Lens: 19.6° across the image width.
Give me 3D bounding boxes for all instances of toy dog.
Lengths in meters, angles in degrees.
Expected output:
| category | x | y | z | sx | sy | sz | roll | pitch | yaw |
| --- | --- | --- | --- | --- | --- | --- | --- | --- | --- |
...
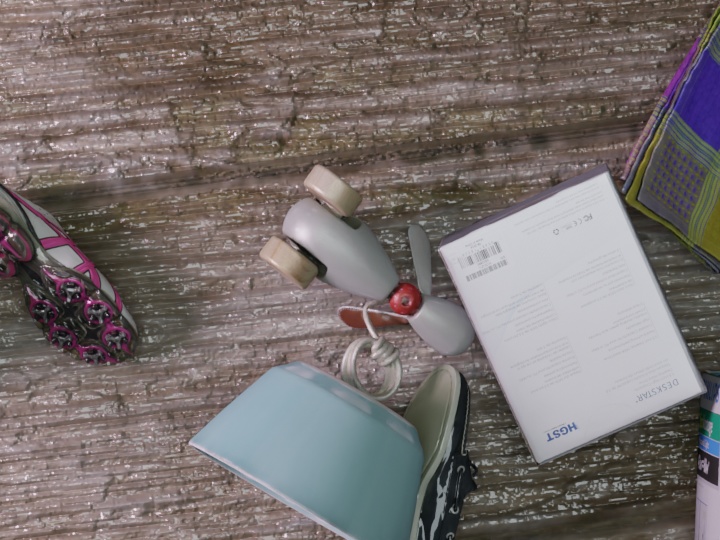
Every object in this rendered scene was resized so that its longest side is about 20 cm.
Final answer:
| category | x | y | z | sx | sy | sz | roll | pitch | yaw |
| --- | --- | --- | --- | --- | --- | --- | --- | --- | --- |
| toy dog | 0.000 | 0.000 | 1.751 | 0.132 | 0.096 | 0.201 | -33 | 105 | -5 |

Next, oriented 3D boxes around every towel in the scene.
| category | x | y | z | sx | sy | sz | roll | pitch | yaw |
| --- | --- | --- | --- | --- | --- | --- | --- | --- | --- |
| towel | 0.303 | -0.110 | 1.743 | 0.143 | 0.023 | 0.201 | 37 | 77 | -31 |

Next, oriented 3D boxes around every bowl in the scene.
| category | x | y | z | sx | sy | sz | roll | pitch | yaw |
| --- | --- | --- | --- | --- | --- | --- | --- | --- | --- |
| bowl | -0.028 | 0.146 | 1.685 | 0.200 | 0.201 | 0.105 | 31 | 81 | -1 |

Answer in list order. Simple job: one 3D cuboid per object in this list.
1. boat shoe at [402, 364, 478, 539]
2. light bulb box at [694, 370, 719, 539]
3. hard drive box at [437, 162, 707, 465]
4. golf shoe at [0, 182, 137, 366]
| category | x | y | z | sx | sy | sz | roll | pitch | yaw |
| --- | --- | --- | --- | --- | --- | --- | --- | --- | --- |
| boat shoe | 0.065 | 0.182 | 1.751 | 0.066 | 0.074 | 0.201 | 19 | 78 | -29 |
| light bulb box | 0.382 | 0.188 | 1.728 | 0.197 | 0.125 | 0.202 | 2 | 90 | -1 |
| hard drive box | 0.175 | 0.035 | 1.728 | 0.155 | 0.077 | 0.201 | -23 | 95 | 8 |
| golf shoe | -0.255 | -0.006 | 1.737 | 0.072 | 0.092 | 0.200 | -33 | 114 | 27 |
